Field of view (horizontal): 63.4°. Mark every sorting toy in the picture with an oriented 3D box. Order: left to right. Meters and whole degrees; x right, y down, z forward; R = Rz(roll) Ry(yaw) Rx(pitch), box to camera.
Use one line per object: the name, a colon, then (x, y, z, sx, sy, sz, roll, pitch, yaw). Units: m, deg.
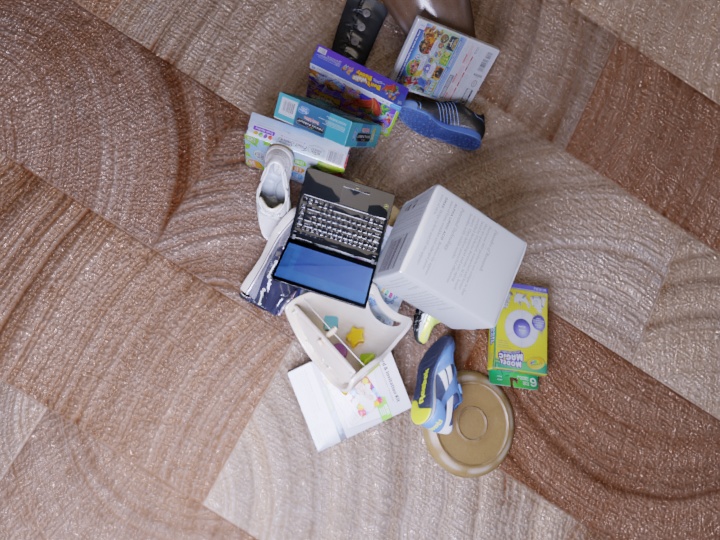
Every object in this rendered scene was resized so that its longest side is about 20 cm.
sorting toy: (-0.006, 0.106, 1.041, 0.178, 0.109, 0.199, -34, 55, -21)

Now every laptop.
laptop: (-0.044, -0.062, 1.023, 0.171, 0.103, 0.207, 16, 93, 0)

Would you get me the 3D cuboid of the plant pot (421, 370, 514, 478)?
plant pot: (0.217, 0.301, 1.146, 0.192, 0.028, 0.208, 2, 78, -10)

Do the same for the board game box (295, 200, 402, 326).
board game box: (0.000, 0.000, 1.118, 0.195, 0.043, 0.204, 23, 94, -14)

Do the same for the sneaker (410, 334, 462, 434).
sneaker: (0.153, 0.218, 1.112, 0.081, 0.074, 0.204, 34, 50, -17)

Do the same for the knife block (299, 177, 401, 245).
knife block: (-0.022, -0.080, 1.163, 0.197, 0.064, 0.178, 35, 76, -2)

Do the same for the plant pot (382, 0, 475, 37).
plant pot: (0.164, -0.537, 1.238, 0.184, 0.186, 0.204, -32, 102, -14)

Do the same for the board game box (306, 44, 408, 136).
board game box: (-0.011, -0.360, 1.182, 0.195, 0.135, 0.046, 25, 75, -3)

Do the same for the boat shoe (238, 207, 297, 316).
boat shoe: (-0.141, -0.011, 1.106, 0.091, 0.075, 0.203, 33, 95, 12)

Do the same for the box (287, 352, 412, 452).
box: (-0.020, 0.222, 1.093, 0.195, 0.041, 0.160, -23, 90, -5)

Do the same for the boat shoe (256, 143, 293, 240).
boat shoe: (-0.166, -0.130, 1.086, 0.068, 0.205, 0.070, 9, 38, 0)

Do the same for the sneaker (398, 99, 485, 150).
sneaker: (0.175, -0.329, 1.246, 0.194, 0.070, 0.080, 21, 66, -7)

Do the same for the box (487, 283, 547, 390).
box: (0.318, 0.132, 1.180, 0.113, 0.048, 0.207, 8, 76, -8)

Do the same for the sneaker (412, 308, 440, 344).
sneaker: (0.171, 0.059, 1.154, 0.088, 0.078, 0.204, 28, 83, -5)

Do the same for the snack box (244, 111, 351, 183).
snack box: (-0.124, -0.223, 1.132, 0.194, 0.142, 0.055, 18, 74, -6)

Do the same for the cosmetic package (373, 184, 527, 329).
cosmetic package: (0.152, -0.015, 1.036, 0.196, 0.164, 0.169, 29, 77, -13)

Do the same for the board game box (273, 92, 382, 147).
board game box: (-0.056, -0.284, 1.114, 0.147, 0.200, 0.048, 25, 107, 12)

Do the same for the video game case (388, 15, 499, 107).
video game case: (0.172, -0.423, 1.204, 0.194, 0.145, 0.018, 10, 43, -23)

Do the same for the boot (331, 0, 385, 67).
boot: (0.018, -0.475, 1.251, 0.160, 0.066, 0.206, 21, 72, -7)
